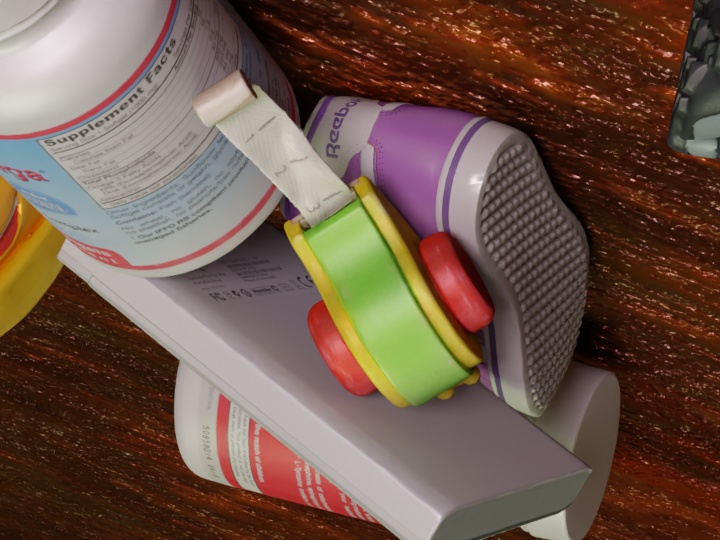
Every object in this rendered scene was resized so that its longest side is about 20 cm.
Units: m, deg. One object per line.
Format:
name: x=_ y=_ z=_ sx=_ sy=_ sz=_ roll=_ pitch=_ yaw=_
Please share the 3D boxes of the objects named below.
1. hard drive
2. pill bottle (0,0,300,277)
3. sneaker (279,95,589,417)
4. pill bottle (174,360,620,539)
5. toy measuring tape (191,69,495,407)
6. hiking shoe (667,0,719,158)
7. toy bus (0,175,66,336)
hard drive: x=-0.013 y=0.039 z=1.144 sx=0.200 sy=0.026 sz=0.132 roll=38 pitch=-159 yaw=22
pill bottle: x=-0.105 y=-0.083 z=1.032 sx=0.109 sy=0.109 sz=0.200 roll=10 pitch=160 yaw=26
sneaker: x=0.030 y=-0.013 z=1.187 sx=0.114 sy=0.073 sz=0.201 roll=15 pitch=152 yaw=24
pill bottle: x=0.020 y=0.068 z=1.359 sx=0.200 sy=0.112 sz=0.112 roll=13 pitch=162 yaw=19
toy measuring tape: x=0.000 y=0.000 z=1.058 sx=0.074 sy=0.074 sz=0.200 roll=7 pitch=155 yaw=32
hiking shoe: x=0.151 y=-0.078 z=0.867 sx=0.087 sy=0.074 sz=0.200 roll=10 pitch=172 yaw=1
toy bus: x=-0.224 y=-0.072 z=1.124 sx=0.200 sy=0.136 sz=0.192 roll=30 pitch=159 yaw=25
